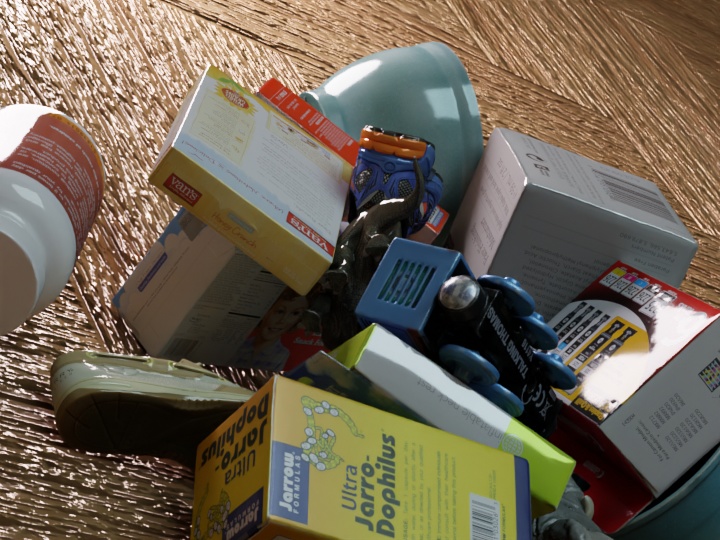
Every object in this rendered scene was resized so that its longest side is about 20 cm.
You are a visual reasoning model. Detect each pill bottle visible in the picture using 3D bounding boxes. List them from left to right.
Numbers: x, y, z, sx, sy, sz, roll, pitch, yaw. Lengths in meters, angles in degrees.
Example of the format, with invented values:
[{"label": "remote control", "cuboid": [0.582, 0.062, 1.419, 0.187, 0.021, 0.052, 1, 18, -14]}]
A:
[{"label": "pill bottle", "cuboid": [-0.244, -0.032, 1.477, 0.112, 0.112, 0.200, 34, 21, -11]}]

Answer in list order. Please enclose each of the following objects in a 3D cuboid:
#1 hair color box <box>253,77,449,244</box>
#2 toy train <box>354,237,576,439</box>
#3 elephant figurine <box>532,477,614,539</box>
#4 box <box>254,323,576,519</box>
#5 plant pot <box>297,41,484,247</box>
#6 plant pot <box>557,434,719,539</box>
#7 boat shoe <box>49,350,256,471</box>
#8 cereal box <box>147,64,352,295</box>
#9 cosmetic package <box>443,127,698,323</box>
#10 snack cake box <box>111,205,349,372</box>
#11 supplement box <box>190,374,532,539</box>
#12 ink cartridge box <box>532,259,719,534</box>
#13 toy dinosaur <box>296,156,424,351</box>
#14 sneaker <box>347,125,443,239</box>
[{"label": "hair color box", "cuboid": [-0.036, -0.062, 1.883, 0.200, 0.111, 0.064, 37, 22, -2]}, {"label": "toy train", "cuboid": [0.079, 0.059, 1.545, 0.114, 0.087, 0.200, 17, -23, 32]}, {"label": "elephant figurine", "cuboid": [0.149, 0.226, 1.543, 0.200, 0.141, 0.155, 49, -11, 2]}, {"label": "box", "cuboid": [0.037, 0.111, 1.506, 0.200, 0.122, 0.048, 35, 60, -12]}, {"label": "plant pot", "cuboid": [0.011, -0.108, 1.983, 0.134, 0.201, 0.200, -5, 40, -22]}, {"label": "plant pot", "cuboid": [0.271, 0.208, 1.732, 0.188, 0.200, 0.200, 52, 16, -20]}, {"label": "boat shoe", "cuboid": [-0.121, 0.092, 1.470, 0.200, 0.074, 0.066, 17, 30, -36]}, {"label": "cereal box", "cuboid": [-0.079, -0.072, 1.608, 0.144, 0.040, 0.200, 37, 21, -10]}, {"label": "cosmetic package", "cuboid": [0.165, 0.011, 1.873, 0.165, 0.200, 0.165, 19, 17, -13]}, {"label": "snack cake box", "cuboid": [-0.078, 0.013, 1.652, 0.200, 0.115, 0.067, 10, 34, -52]}, {"label": "supplement box", "cuboid": [0.001, 0.164, 1.404, 0.200, 0.109, 0.110, 20, 50, -25]}, {"label": "ink cartridge box", "cuboid": [0.202, 0.096, 1.695, 0.084, 0.176, 0.200, 50, -6, -20]}, {"label": "toy dinosaur", "cuboid": [0.000, 0.000, 1.591, 0.077, 0.200, 0.102, 9, 22, 2]}, {"label": "sneaker", "cuboid": [0.019, -0.055, 1.701, 0.075, 0.079, 0.200, 17, -9, 10]}]
